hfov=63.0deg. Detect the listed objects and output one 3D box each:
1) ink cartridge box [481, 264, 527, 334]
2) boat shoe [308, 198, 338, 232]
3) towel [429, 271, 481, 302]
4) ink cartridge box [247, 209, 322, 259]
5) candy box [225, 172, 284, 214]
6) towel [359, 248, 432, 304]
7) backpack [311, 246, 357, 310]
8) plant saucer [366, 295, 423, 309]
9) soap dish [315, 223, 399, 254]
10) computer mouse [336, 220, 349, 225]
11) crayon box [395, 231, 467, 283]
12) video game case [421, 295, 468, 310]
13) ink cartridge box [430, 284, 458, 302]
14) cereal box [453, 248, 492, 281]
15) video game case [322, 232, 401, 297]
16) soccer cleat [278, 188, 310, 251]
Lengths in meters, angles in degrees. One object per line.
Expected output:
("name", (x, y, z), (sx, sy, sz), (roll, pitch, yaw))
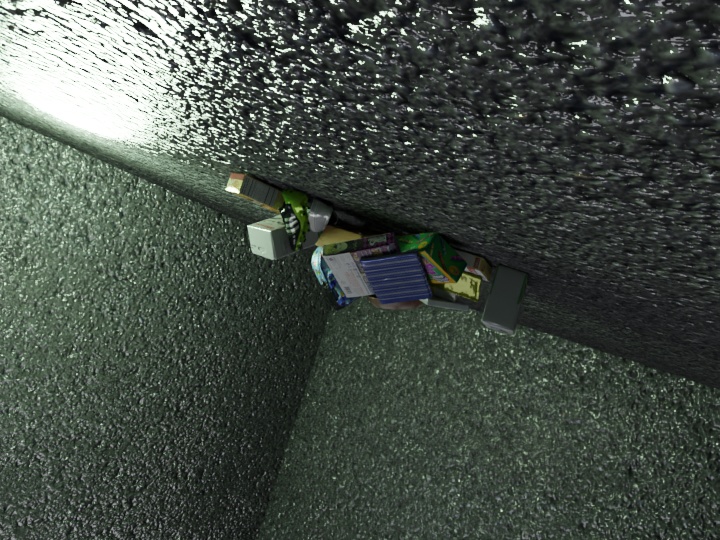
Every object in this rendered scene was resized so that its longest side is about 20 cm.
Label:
("ink cartridge box", (0.378, 0.082, 1.534), (0.085, 0.150, 0.200), (16, 175, 16))
("boat shoe", (-0.093, -0.142, 1.569), (0.066, 0.074, 0.200), (19, 168, 3))
("towel", (0.221, 0.021, 1.545), (0.195, 0.018, 0.088), (19, 139, 21))
("ink cartridge box", (-0.206, -0.109, 1.693), (0.196, 0.087, 0.144), (-23, -157, -35))
("candy box", (-0.256, -0.201, 1.601), (0.196, 0.057, 0.114), (21, 179, -33))
("towel", (0.090, 0.017, 1.415), (0.140, 0.025, 0.202), (-8, 145, 14))
("backpack", (-0.048, -0.010, 1.787), (0.204, 0.179, 0.135), (59, 164, 4))
("plant saucer", (0.111, 0.086, 1.742), (0.193, 0.038, 0.201), (0, -173, 0))
("soap dish", (0.004, -0.070, 1.549), (0.154, 0.084, 0.197), (18, -166, 38))
("computer mouse", (-0.043, -0.117, 1.768), (0.196, 0.047, 0.139), (22, 178, -28))
("crayon box", (0.153, -0.028, 1.430), (0.118, 0.059, 0.198), (41, 162, -21))
("video game case", (0.196, 0.068, 1.662), (0.139, 0.019, 0.199), (10, -169, -28))
("ink cartridge box", (0.231, 0.017, 1.636), (0.195, 0.069, 0.117), (19, -145, 23))
("cereal box", (0.238, -0.029, 1.532), (0.195, 0.041, 0.143), (20, 176, 26))
("video game case", (0.020, -0.008, 1.422), (0.175, 0.037, 0.201), (-9, 146, 15))
("soccer cleat", (-0.177, -0.135, 1.554), (0.079, 0.068, 0.203), (24, 141, 12))
